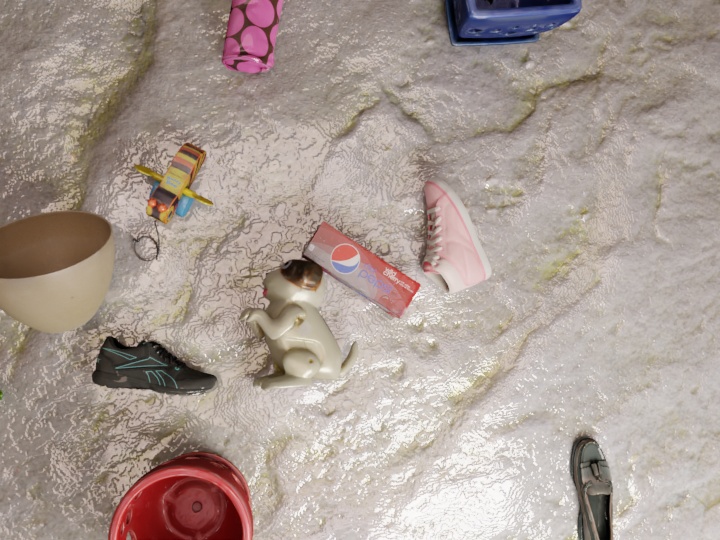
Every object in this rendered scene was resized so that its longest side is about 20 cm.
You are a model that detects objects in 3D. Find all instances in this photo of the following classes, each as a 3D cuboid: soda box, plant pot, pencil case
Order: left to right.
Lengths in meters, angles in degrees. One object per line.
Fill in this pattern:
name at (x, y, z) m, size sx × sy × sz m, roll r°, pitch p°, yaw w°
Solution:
plant pot at (-0.467, 0.014, 0.989) m, size 0.197 × 0.201 × 0.136 m, roll -7°, pitch 123°, yaw -8°
plant pot at (-0.260, 0.378, 0.978) m, size 0.197 × 0.182 × 0.203 m, roll 1°, pitch 86°, yaw -9°
pencil case at (-0.174, -0.434, 1.098) m, size 0.093 × 0.091 × 0.203 m, roll 12°, pitch 87°, yaw -21°
soda box at (0.000, 0.000, 1.101) m, size 0.199 × 0.063 × 0.070 m, roll 33°, pitch 83°, yaw -5°
plant pot at (0.242, -0.495, 1.110) m, size 0.197 × 0.180 × 0.203 m, roll -6°, pitch 88°, yaw -8°

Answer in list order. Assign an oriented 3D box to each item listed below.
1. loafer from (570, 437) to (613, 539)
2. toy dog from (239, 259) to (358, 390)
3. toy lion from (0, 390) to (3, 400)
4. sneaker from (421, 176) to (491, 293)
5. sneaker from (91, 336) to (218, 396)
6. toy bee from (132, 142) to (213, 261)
loafer at (0.417, 0.398, 1.133) m, size 0.071 × 0.063 × 0.203 m, roll -3°, pitch 87°, yaw -8°
toy dog at (-0.099, 0.082, 1.046) m, size 0.191 × 0.140 × 0.203 m, roll -5°, pitch 85°, yaw -9°
toy lion at (-0.634, 0.142, 0.960) m, size 0.199 × 0.192 × 0.069 m, roll 29°, pitch 80°, yaw 36°
sneaker at (0.140, -0.054, 1.118) m, size 0.104 × 0.075 × 0.202 m, roll -28°, pitch 94°, yaw -14°
sneaker at (-0.326, 0.156, 1.039) m, size 0.197 × 0.075 × 0.080 m, roll 9°, pitch 83°, yaw -8°
toy bee at (-0.303, -0.116, 1.045) m, size 0.129 × 0.109 × 0.203 m, roll 5°, pitch 85°, yaw -9°
